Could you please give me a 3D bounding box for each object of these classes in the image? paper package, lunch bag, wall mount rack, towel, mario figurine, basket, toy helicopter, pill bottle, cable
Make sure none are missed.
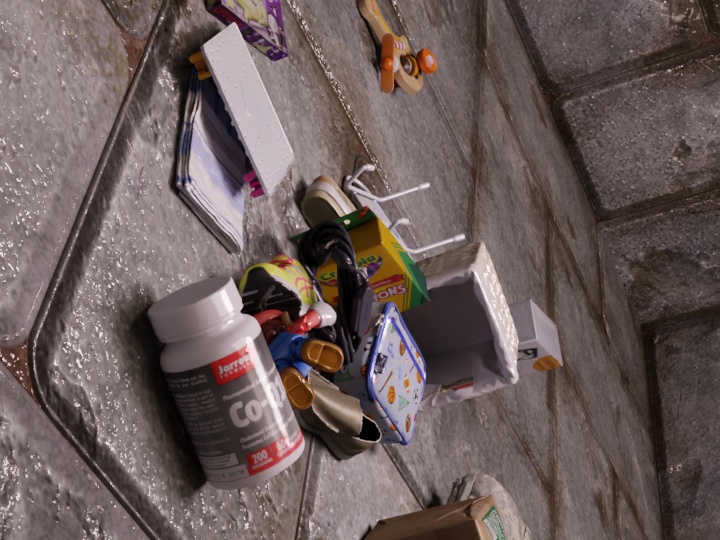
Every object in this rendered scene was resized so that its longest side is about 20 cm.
[{"bbox_3d":[0.112,0.421,1.717,0.202,0.189,0.103,72,20,-3],"label":"paper package"},{"bbox_3d":[0.031,0.140,1.828,0.201,0.075,0.162,64,36,-48],"label":"lunch bag"},{"bbox_3d":[0.065,-0.088,2.027,0.173,0.075,0.201,16,37,-53],"label":"wall mount rack"},{"bbox_3d":[0.179,0.417,1.972,0.200,0.138,0.170,-47,119,-68],"label":"lunch bag"},{"bbox_3d":[-0.177,-0.136,1.600,0.147,0.024,0.202,53,28,-47],"label":"towel"},{"bbox_3d":[-0.070,0.105,1.509,0.200,0.122,0.107,-149,-135,-70],"label":"mario figurine"},{"bbox_3d":[0.126,0.083,2.005,0.161,0.196,0.202,-65,134,-67],"label":"basket"},{"bbox_3d":[0.050,-0.408,2.371,0.201,0.078,0.133,57,33,-16],"label":"toy helicopter"},{"bbox_3d":[-0.143,0.117,1.370,0.114,0.113,0.202,-52,124,-66],"label":"pill bottle"},{"bbox_3d":[-0.042,0.039,1.701,0.163,0.050,0.202,48,-37,43],"label":"cable"}]

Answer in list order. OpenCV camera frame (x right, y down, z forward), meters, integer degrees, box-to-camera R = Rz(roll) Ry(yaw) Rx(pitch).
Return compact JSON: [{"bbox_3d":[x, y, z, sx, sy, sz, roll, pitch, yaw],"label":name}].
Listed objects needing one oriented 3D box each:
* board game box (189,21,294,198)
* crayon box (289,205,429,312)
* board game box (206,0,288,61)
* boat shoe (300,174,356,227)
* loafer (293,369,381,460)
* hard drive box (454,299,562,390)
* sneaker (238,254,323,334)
[{"bbox_3d":[-0.149,-0.207,1.673,0.200,0.026,0.202,-73,141,-70],"label":"board game box"},{"bbox_3d":[0.000,0.000,1.820,0.200,0.126,0.051,48,25,-49],"label":"crayon box"},{"bbox_3d":[-0.162,-0.382,1.819,0.200,0.032,0.121,26,47,-64],"label":"board game box"},{"bbox_3d":[-0.015,-0.051,1.894,0.201,0.074,0.069,61,29,-31],"label":"boat shoe"},{"bbox_3d":[-0.032,0.178,1.685,0.200,0.069,0.076,49,32,-50],"label":"loafer"},{"bbox_3d":[0.227,0.130,2.225,0.156,0.198,0.078,38,41,-57],"label":"hard drive box"},{"bbox_3d":[-0.104,0.018,1.615,0.200,0.077,0.091,53,27,-69],"label":"sneaker"}]
